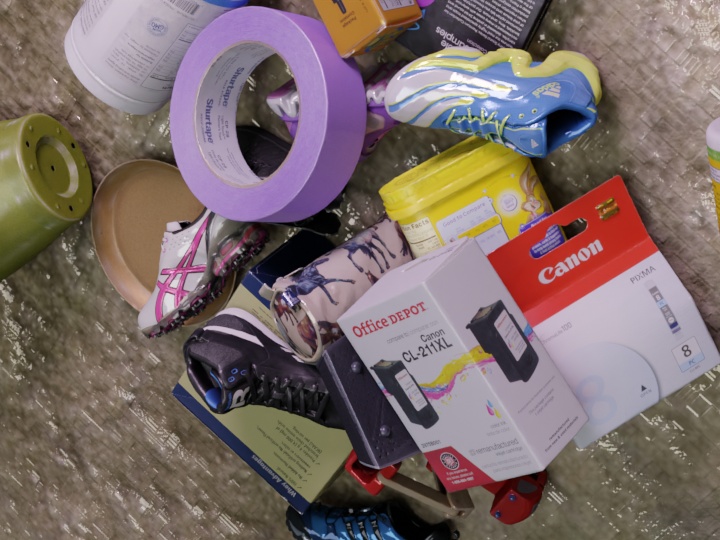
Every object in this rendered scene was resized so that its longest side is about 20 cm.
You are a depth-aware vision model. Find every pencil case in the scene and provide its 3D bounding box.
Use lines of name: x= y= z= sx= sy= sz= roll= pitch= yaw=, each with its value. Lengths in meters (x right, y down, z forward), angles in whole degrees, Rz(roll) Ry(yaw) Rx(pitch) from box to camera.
pencil case: x=0.000 y=0.000 z=1.377 sx=0.090 sy=0.199 sz=0.078 roll=54 pitch=154 yaw=0

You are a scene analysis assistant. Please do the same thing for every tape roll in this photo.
tape roll: x=-0.091 y=-0.148 z=1.345 sx=0.198 sy=0.065 sz=0.203 roll=1 pitch=92 yaw=36

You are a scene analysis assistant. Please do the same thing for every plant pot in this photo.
plant pot: x=-0.218 y=-0.034 z=1.585 sx=0.198 sy=0.027 sz=0.203 roll=13 pitch=118 yaw=25
plant pot: x=-0.416 y=-0.084 z=1.587 sx=0.191 sy=0.200 sz=0.202 roll=-21 pitch=101 yaw=24

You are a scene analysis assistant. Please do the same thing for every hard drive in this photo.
hard drive: x=0.049 y=0.103 z=1.366 sx=0.042 sy=0.199 sz=0.136 roll=-27 pitch=88 yaw=47

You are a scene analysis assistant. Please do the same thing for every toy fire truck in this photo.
toy fire truck: x=0.093 y=0.207 z=1.433 sx=0.199 sy=0.141 sz=0.049 roll=35 pitch=125 yaw=-2

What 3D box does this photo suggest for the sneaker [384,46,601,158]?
sneaker: x=0.121 y=-0.148 z=1.248 sx=0.197 sy=0.106 sz=0.076 roll=-8 pitch=128 yaw=2

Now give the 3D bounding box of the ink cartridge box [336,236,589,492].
ink cartridge box: x=0.090 y=0.089 z=1.277 sx=0.201 sy=0.083 sz=0.145 roll=56 pitch=143 yaw=-6

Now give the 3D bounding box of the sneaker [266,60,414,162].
sneaker: x=0.003 y=-0.151 z=1.380 sx=0.198 sy=0.080 sz=0.089 roll=-1 pitch=117 yaw=36

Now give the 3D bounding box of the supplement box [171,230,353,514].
supplement box: x=-0.058 y=0.105 z=1.491 sx=0.200 sy=0.134 sz=0.200 roll=41 pitch=125 yaw=7

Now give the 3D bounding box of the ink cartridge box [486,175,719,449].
ink cartridge box: x=0.222 y=0.040 z=1.291 sx=0.159 sy=0.047 sz=0.201 roll=-30 pitch=107 yaw=-2

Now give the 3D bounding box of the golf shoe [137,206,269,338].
golf shoe: x=-0.184 y=-0.008 z=1.522 sx=0.092 sy=0.072 sz=0.200 roll=49 pitch=116 yaw=8

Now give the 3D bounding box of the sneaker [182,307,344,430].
sneaker: x=-0.086 y=0.120 z=1.362 sx=0.198 sy=0.112 sz=0.074 roll=28 pitch=123 yaw=15

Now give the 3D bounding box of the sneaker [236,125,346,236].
sneaker: x=-0.093 y=-0.092 z=1.439 sx=0.198 sy=0.104 sz=0.061 roll=19 pitch=121 yaw=21

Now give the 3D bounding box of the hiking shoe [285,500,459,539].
hiking shoe: x=0.013 y=0.289 z=1.583 sx=0.198 sy=0.074 sz=0.088 roll=19 pitch=113 yaw=10

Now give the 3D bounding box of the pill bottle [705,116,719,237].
pill bottle: x=0.364 y=-0.035 z=1.201 sx=0.110 sy=0.111 sz=0.203 roll=-2 pitch=111 yaw=30

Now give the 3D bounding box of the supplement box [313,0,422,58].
supplement box: x=-0.022 y=-0.303 z=1.302 sx=0.066 sy=0.068 sz=0.202 roll=-29 pitch=84 yaw=42

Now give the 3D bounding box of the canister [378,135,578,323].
canister: x=0.126 y=-0.019 z=1.335 sx=0.147 sy=0.087 sz=0.202 roll=-27 pitch=101 yaw=-2

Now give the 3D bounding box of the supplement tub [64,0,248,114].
supplement tub: x=-0.197 y=-0.268 z=1.402 sx=0.132 sy=0.132 sz=0.200 roll=48 pitch=126 yaw=1

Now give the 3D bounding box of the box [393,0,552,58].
box: x=0.110 y=-0.273 z=1.284 sx=0.142 sy=0.036 sz=0.201 roll=35 pitch=123 yaw=13
